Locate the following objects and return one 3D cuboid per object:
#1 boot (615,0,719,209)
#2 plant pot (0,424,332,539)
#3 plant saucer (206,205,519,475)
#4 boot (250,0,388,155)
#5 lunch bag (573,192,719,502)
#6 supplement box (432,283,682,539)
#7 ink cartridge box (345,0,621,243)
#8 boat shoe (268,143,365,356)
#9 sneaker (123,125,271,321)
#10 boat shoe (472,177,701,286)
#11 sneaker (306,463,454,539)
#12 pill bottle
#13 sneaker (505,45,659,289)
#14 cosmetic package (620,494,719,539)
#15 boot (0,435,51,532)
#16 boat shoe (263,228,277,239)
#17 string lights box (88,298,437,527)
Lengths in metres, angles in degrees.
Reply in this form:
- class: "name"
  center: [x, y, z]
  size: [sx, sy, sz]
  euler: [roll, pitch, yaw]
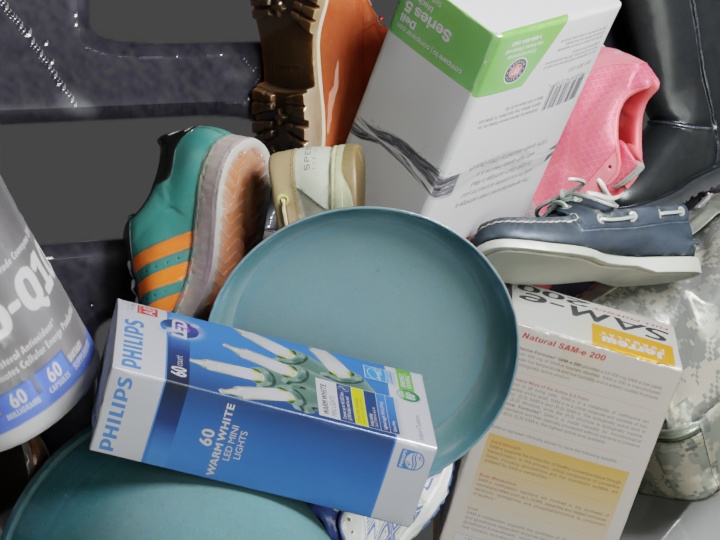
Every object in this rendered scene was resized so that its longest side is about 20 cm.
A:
- class: "boot"
  center: [0.217, -0.152, 1.596]
  size: [0.164, 0.065, 0.202]
  euler: [-24, 113, -40]
- class: "plant pot"
  center: [-0.091, 0.208, 1.278]
  size: [0.199, 0.187, 0.202]
  euler: [-16, 116, -36]
- class: "plant saucer"
  center: [0.000, 0.047, 1.336]
  size: [0.198, 0.027, 0.202]
  euler: [-2, 115, -4]
- class: "boot"
  center: [-0.015, -0.165, 1.429]
  size: [0.107, 0.075, 0.202]
  euler: [-9, 110, -38]
- class: "lunch bag"
  center: [0.249, 0.052, 1.602]
  size: [0.199, 0.139, 0.169]
  euler: [-33, 115, -29]
- class: "supplement box"
  center: [0.136, 0.123, 1.499]
  size: [0.125, 0.074, 0.202]
  euler: [16, 113, -4]
- class: "ink cartridge box"
  center: [0.071, -0.105, 1.412]
  size: [0.145, 0.084, 0.201]
  euler: [-21, 142, -48]
- class: "boat shoe"
  center: [-0.033, 0.009, 1.373]
  size: [0.066, 0.074, 0.202]
  euler: [5, 116, 5]
- class: "sneaker"
  center: [-0.116, 0.006, 1.373]
  size: [0.071, 0.079, 0.202]
  euler: [11, 93, -54]
- class: "boat shoe"
  center: [0.158, -0.026, 1.473]
  size: [0.198, 0.075, 0.062]
  euler: [2, 76, -31]
- class: "sneaker"
  center: [0.003, 0.161, 1.465]
  size: [0.088, 0.075, 0.202]
  euler: [32, 76, -54]
- class: "pill bottle"
  center: [-0.246, 0.000, 1.251]
  size: [0.114, 0.113, 0.201]
  euler: [-39, 117, -25]
- class: "sneaker"
  center: [0.158, -0.068, 1.533]
  size: [0.074, 0.086, 0.202]
  euler: [5, 102, -59]
- class: "cosmetic package"
  center: [0.222, 0.243, 1.644]
  size: [0.200, 0.090, 0.107]
  euler: [-46, 120, -25]
- class: "boot"
  center: [-0.135, 0.144, 1.382]
  size: [0.199, 0.064, 0.188]
  euler: [-24, 123, -28]
- class: "boat shoe"
  center: [0.000, 0.000, 1.468]
  size: [0.199, 0.075, 0.093]
  euler: [23, 41, -18]
- class: "string lights box"
  center: [-0.060, 0.086, 1.278]
  size: [0.198, 0.103, 0.059]
  euler: [15, 111, -11]
